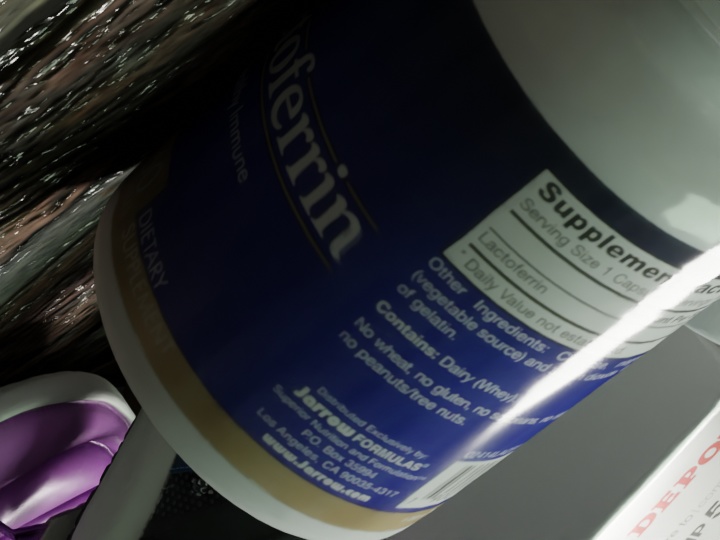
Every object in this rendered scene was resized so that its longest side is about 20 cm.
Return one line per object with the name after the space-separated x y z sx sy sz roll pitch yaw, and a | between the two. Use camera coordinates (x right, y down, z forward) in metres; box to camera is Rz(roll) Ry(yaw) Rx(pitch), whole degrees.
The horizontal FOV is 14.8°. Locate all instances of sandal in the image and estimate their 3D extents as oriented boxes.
-0.086 0.082 0.872 0.082 0.050 0.203 -48 159 1 | sandal

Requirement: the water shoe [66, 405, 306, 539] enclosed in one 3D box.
-0.017 0.038 0.802 0.200 0.079 0.071 -64 166 17 | water shoe

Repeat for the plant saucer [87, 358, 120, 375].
-0.150 0.099 1.051 0.200 0.032 0.200 -35 174 -4 | plant saucer

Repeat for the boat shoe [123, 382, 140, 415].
0.000 0.000 0.965 0.200 0.072 0.076 -39 160 -51 | boat shoe

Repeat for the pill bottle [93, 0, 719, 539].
0.038 -0.030 0.654 0.200 0.116 0.116 -39 174 31 | pill bottle

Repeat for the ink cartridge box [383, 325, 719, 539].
0.104 0.069 0.969 0.146 0.084 0.200 -49 151 17 | ink cartridge box

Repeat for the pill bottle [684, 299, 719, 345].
0.148 -0.076 0.744 0.116 0.116 0.200 -29 156 -53 | pill bottle

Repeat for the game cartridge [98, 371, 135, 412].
-0.108 0.090 0.964 0.200 0.038 0.130 -7 133 -60 | game cartridge
